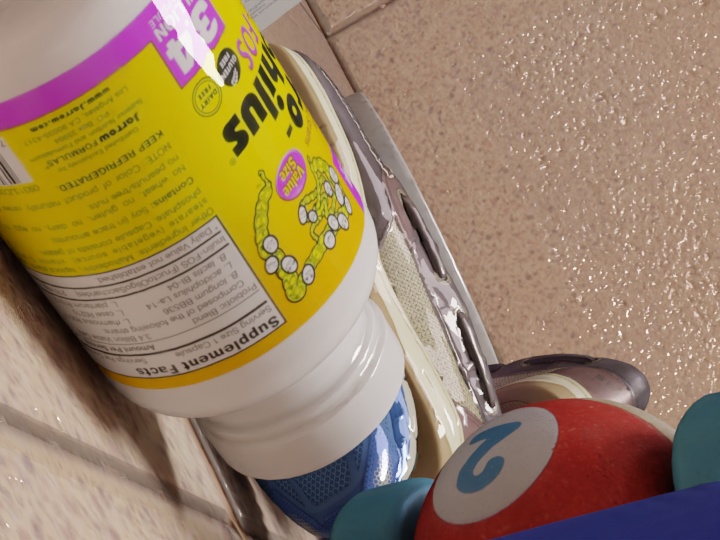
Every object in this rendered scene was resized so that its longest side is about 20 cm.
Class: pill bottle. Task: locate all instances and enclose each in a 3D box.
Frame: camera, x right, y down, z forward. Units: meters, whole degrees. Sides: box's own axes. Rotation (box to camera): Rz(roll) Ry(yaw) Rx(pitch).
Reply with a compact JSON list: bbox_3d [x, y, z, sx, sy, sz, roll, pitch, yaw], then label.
[{"bbox_3d":[-0.061,-0.025,0.757,0.200,0.104,0.104,58,6,-36],"label":"pill bottle"}]

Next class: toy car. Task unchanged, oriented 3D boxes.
[{"bbox_3d":[0.043,0.136,0.749,0.200,0.184,0.177,-9,82,-52],"label":"toy car"}]

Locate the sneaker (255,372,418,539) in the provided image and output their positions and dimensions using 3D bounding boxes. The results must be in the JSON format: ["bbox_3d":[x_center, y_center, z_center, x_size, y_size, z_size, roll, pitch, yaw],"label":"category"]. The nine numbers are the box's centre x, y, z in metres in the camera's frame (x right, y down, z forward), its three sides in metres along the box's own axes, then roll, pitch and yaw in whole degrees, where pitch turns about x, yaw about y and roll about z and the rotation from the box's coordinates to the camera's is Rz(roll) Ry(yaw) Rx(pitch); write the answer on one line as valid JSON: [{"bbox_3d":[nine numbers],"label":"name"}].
[{"bbox_3d":[-0.050,0.016,0.909,0.200,0.078,0.089,60,19,19],"label":"sneaker"}]

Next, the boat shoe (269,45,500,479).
[{"bbox_3d":[0.000,0.000,0.985,0.065,0.072,0.200,-5,66,-51],"label":"boat shoe"}]

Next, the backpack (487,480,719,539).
[{"bbox_3d":[0.057,0.180,0.549,0.200,0.162,0.168,59,34,-25],"label":"backpack"}]

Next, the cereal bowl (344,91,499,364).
[{"bbox_3d":[0.006,0.009,1.301,0.200,0.083,0.200,64,-3,5],"label":"cereal bowl"}]

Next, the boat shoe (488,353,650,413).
[{"bbox_3d":[0.062,0.080,1.109,0.200,0.065,0.072,-25,-93,57],"label":"boat shoe"}]

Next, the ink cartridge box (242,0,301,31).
[{"bbox_3d":[-0.080,-0.159,0.875,0.088,0.145,0.200,61,16,20],"label":"ink cartridge box"}]
